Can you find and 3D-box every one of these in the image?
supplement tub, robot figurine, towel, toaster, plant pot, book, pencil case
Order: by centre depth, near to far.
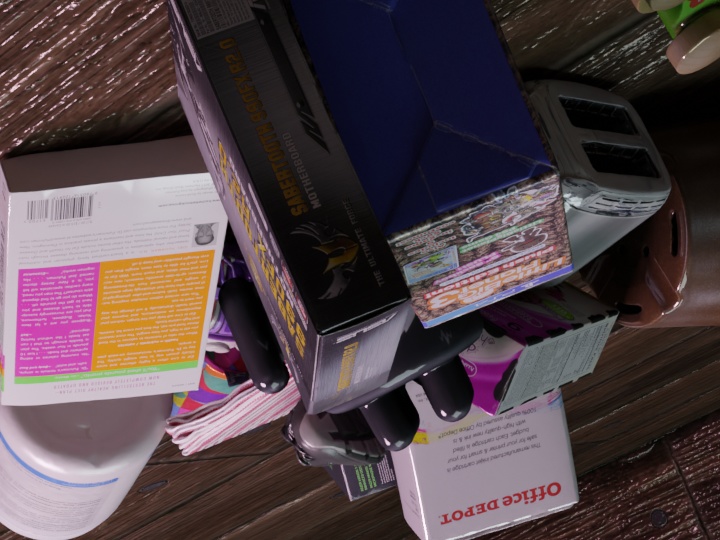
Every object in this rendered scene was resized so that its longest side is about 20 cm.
[{"bbox_3d":[-0.156,0.005,0.980,0.133,0.048,0.201,-8,142,-22],"label":"book"},{"bbox_3d":[0.002,0.013,1.027,0.150,0.201,0.125,-27,180,-32],"label":"robot figurine"},{"bbox_3d":[0.129,-0.058,1.124,0.129,0.114,0.199,-35,158,32],"label":"toaster"},{"bbox_3d":[-0.044,0.074,1.195,0.146,0.030,0.200,-35,171,24],"label":"towel"},{"bbox_3d":[-0.223,0.121,1.218,0.131,0.133,0.200,-14,162,-25],"label":"supplement tub"},{"bbox_3d":[0.286,-0.041,1.258,0.197,0.202,0.200,-5,158,-27],"label":"plant pot"},{"bbox_3d":[-0.114,0.077,1.296,0.088,0.089,0.200,-15,165,-22],"label":"pencil case"}]

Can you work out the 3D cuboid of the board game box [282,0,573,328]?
[{"bbox_3d":[0.040,-0.077,0.865,0.096,0.161,0.200,-21,164,4],"label":"board game box"}]

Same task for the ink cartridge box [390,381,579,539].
[{"bbox_3d":[0.095,0.117,1.379,0.144,0.202,0.084,-14,-168,-12],"label":"ink cartridge box"}]

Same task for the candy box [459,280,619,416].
[{"bbox_3d":[0.092,0.034,1.173,0.200,0.136,0.061,-11,127,-63],"label":"candy box"}]

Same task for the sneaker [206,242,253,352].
[{"bbox_3d":[-0.110,0.010,1.105,0.199,0.081,0.083,-8,153,-38],"label":"sneaker"}]

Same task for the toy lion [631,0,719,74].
[{"bbox_3d":[0.232,-0.208,0.883,0.191,0.069,0.200,-32,162,10],"label":"toy lion"}]

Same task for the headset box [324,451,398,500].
[{"bbox_3d":[0.037,0.123,1.500,0.198,0.094,0.174,-18,-166,-10],"label":"headset box"}]

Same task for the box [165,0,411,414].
[{"bbox_3d":[-0.040,-0.043,0.798,0.048,0.201,0.159,-20,165,-10],"label":"box"}]

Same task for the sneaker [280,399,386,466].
[{"bbox_3d":[-0.021,0.125,1.215,0.079,0.076,0.200,-32,172,11],"label":"sneaker"}]
